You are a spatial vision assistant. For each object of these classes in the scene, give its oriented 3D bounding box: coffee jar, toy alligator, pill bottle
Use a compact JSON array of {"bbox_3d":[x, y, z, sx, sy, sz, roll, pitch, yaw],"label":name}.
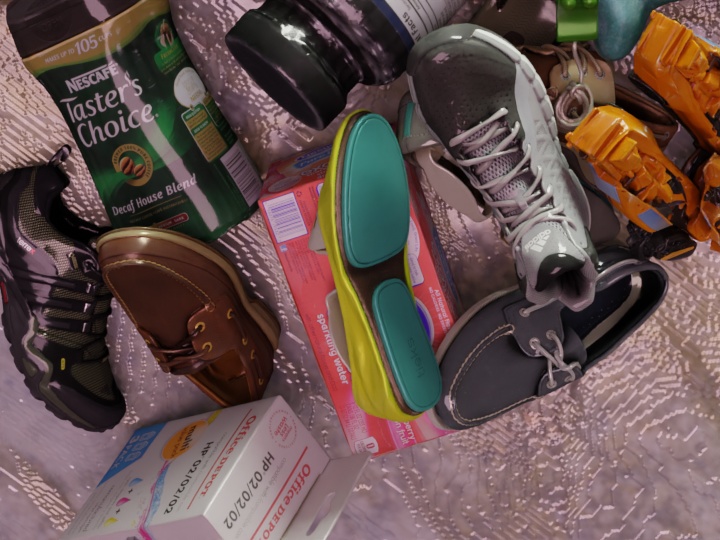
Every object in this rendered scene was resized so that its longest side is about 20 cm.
[{"bbox_3d":[-0.151,-0.111,1.240,0.103,0.085,0.201,-19,107,29],"label":"coffee jar"},{"bbox_3d":[0.130,-0.182,1.117,0.059,0.054,0.203,-2,101,2],"label":"toy alligator"},{"bbox_3d":[0.011,-0.189,1.162,0.112,0.112,0.200,44,82,-11],"label":"pill bottle"}]

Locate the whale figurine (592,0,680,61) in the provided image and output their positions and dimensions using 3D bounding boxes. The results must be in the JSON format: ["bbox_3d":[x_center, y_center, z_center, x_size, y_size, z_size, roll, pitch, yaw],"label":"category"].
[{"bbox_3d":[0.214,-0.219,1.160,0.199,0.104,0.160,-38,102,-6],"label":"whale figurine"}]

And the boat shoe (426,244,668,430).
[{"bbox_3d":[0.126,0.044,1.238,0.199,0.062,0.073,-33,114,-29],"label":"boat shoe"}]

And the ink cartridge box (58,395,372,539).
[{"bbox_3d":[-0.100,0.155,1.266,0.199,0.116,0.068,-16,121,42],"label":"ink cartridge box"}]

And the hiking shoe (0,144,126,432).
[{"bbox_3d":[-0.200,0.018,1.295,0.100,0.076,0.202,-21,105,13],"label":"hiking shoe"}]

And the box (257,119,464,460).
[{"bbox_3d":[0.012,0.013,1.272,0.102,0.095,0.202,-18,107,9],"label":"box"}]

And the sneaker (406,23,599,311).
[{"bbox_3d":[0.099,-0.051,1.115,0.075,0.116,0.200,-29,129,13],"label":"sneaker"}]

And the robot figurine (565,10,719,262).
[{"bbox_3d":[0.211,-0.076,1.194,0.146,0.058,0.200,-55,142,2],"label":"robot figurine"}]

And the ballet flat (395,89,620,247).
[{"bbox_3d":[0.095,-0.050,1.232,0.199,0.064,0.067,34,144,-32],"label":"ballet flat"}]

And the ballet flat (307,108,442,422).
[{"bbox_3d":[0.000,0.000,1.183,0.067,0.066,0.202,-3,102,47],"label":"ballet flat"}]

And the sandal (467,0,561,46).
[{"bbox_3d":[0.122,-0.182,1.221,0.079,0.057,0.202,25,108,-5],"label":"sandal"}]

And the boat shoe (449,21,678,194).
[{"bbox_3d":[0.131,-0.116,1.207,0.199,0.076,0.074,25,117,-40],"label":"boat shoe"}]

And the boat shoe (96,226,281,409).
[{"bbox_3d":[-0.111,0.035,1.244,0.071,0.068,0.200,-10,150,21],"label":"boat shoe"}]
